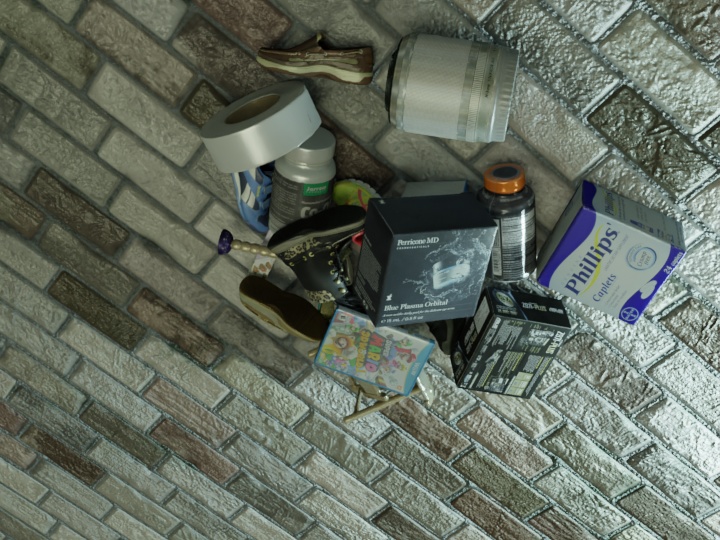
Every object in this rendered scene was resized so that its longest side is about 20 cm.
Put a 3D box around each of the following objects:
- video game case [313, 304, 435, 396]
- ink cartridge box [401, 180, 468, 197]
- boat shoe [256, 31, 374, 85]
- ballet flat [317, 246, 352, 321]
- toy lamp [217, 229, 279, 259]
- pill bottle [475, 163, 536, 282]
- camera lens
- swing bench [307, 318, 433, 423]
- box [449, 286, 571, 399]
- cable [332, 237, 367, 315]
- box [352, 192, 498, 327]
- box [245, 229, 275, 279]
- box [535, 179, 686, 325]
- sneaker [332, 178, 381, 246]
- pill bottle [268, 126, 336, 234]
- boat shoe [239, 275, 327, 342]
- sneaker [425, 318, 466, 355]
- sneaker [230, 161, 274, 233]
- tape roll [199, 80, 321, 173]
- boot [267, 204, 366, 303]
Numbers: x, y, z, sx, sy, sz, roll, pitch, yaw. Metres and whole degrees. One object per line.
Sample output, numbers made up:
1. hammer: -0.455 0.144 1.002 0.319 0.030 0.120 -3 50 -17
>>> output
1. video game case: 0.025 0.157 1.760 0.200 0.018 0.143 20 122 -5
2. ink cartridge box: 0.147 -0.063 1.696 0.116 0.068 0.200 -1 124 15
3. boat shoe: -0.075 -0.369 1.551 0.202 0.075 0.075 9 112 1
4. ballet flat: -0.049 0.030 1.812 0.071 0.071 0.200 11 123 7
5. toy lamp: -0.173 -0.034 1.757 0.200 0.058 0.058 10 126 6
6. pill bottle: 0.260 -0.088 1.627 0.106 0.106 0.200 1 123 14
7. camera lens: 0.147 -0.295 1.480 0.200 0.160 0.160 10 126 8
8. swing bench: 0.029 0.185 1.864 0.200 0.130 0.199 -16 118 17
9. box: 0.286 0.142 1.763 0.163 0.086 0.200 10 128 -14
10. cable: 0.000 0.000 1.755 0.163 0.051 0.200 -41 123 7
11. box: 0.108 -0.019 1.574 0.196 0.117 0.200 -6 128 -21
12. box: -0.184 -0.033 1.820 0.039 0.041 0.200 27 127 -5
13. box: 0.441 -0.030 1.620 0.200 0.105 0.184 23 126 -1
14. sneaker: 0.007 -0.091 1.665 0.200 0.090 0.078 42 146 22
15. pill bottle: -0.105 -0.157 1.669 0.113 0.113 0.200 14 127 5
16. boat shoe: -0.155 0.083 1.826 0.200 0.074 0.066 35 148 5
17. sneaker: 0.143 0.083 1.800 0.114 0.076 0.200 18 147 30
18. sneaker: -0.190 -0.158 1.717 0.082 0.074 0.200 -2 124 13
19. tape roll: -0.172 -0.249 1.570 0.202 0.203 0.071 -14 118 23
20. boot: -0.048 -0.028 1.641 0.203 0.074 0.154 -16 123 27
